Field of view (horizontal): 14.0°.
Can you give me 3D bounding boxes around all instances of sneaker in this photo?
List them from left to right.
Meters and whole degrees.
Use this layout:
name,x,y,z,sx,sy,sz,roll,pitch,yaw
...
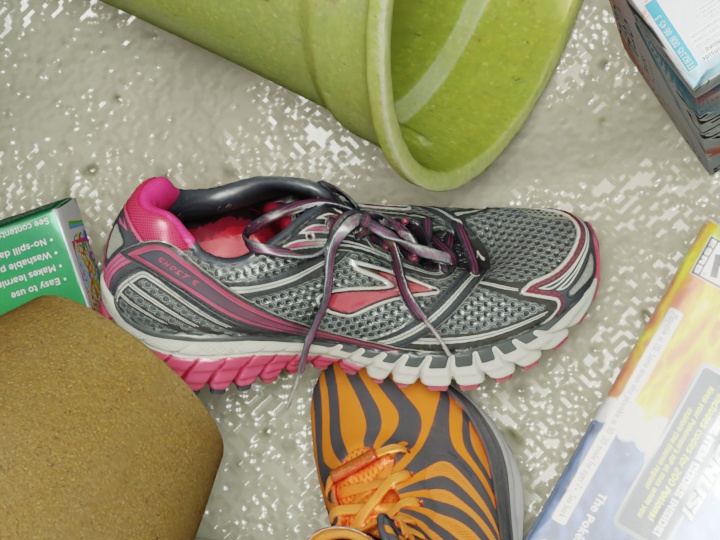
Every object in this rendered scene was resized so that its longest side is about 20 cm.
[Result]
name,x,y,z,sx,sy,sz,roll,pitch,yaw
sneaker,0.000,0.000,1.133,0.200,0.075,0.081,-5,41,-17
sneaker,0.011,0.097,1.105,0.078,0.112,0.200,-38,52,17

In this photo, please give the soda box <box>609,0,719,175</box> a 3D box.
name,x,y,z,sx,sy,sz,roll,pitch,yaw
soda box,0.135,-0.092,1.091,0.064,0.200,0.068,-34,80,4

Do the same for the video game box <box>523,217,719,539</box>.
name,x,y,z,sx,sy,sz,roll,pitch,yaw
video game box,0.166,0.109,1.139,0.182,0.047,0.200,29,88,10

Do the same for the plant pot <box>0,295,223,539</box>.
name,x,y,z,sx,sy,sz,roll,pitch,yaw
plant pot,-0.144,0.112,1.063,0.186,0.186,0.200,36,68,12

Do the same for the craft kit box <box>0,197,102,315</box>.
name,x,y,z,sx,sy,sz,roll,pitch,yaw
craft kit box,-0.178,0.095,1.176,0.200,0.049,0.198,-18,98,7

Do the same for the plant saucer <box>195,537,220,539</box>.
name,x,y,z,sx,sy,sz,roll,pitch,yaw
plant saucer,-0.071,0.206,1.137,0.200,0.050,0.200,1,99,5

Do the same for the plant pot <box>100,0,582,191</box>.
name,x,y,z,sx,sy,sz,roll,pitch,yaw
plant pot,-0.023,-0.153,1.145,0.184,0.200,0.201,19,86,23
